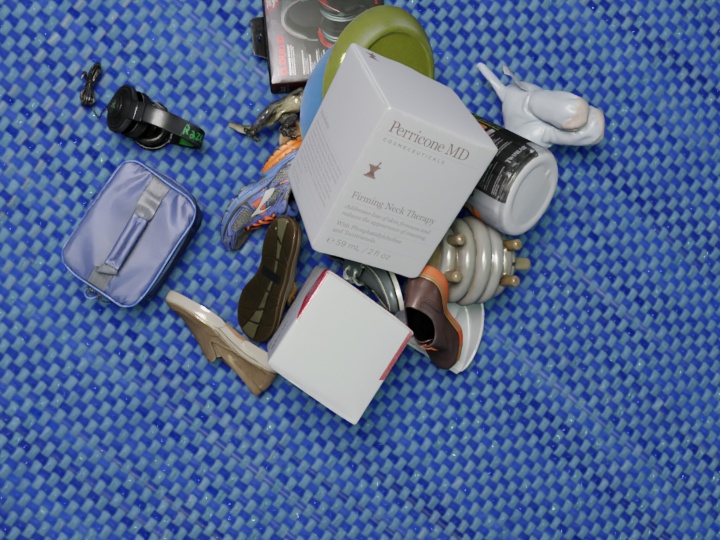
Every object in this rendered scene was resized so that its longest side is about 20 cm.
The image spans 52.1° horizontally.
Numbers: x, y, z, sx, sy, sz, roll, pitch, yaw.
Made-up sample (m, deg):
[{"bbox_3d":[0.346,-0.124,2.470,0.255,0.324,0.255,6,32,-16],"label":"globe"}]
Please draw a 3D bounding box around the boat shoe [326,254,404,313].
[{"bbox_3d":[0.000,0.000,1.045,0.061,0.201,0.074,-22,133,-13],"label":"boat shoe"}]

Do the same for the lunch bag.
[{"bbox_3d":[-0.319,-0.046,1.024,0.134,0.132,0.203,32,86,-6],"label":"lunch bag"}]

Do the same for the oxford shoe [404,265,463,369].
[{"bbox_3d":[0.093,0.084,1.018,0.070,0.202,0.073,8,51,29],"label":"oxford shoe"}]

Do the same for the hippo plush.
[{"bbox_3d":[0.252,-0.181,1.079,0.196,0.159,0.164,19,100,-27],"label":"hippo plush"}]

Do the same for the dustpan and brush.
[{"bbox_3d":[0.145,0.033,1.116,0.138,0.057,0.203,30,71,-9],"label":"dustpan and brush"}]

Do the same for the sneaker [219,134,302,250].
[{"bbox_3d":[-0.129,-0.096,1.050,0.079,0.075,0.200,46,112,4],"label":"sneaker"}]

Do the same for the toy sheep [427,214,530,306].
[{"bbox_3d":[0.156,-0.013,1.040,0.195,0.137,0.142,9,90,-19],"label":"toy sheep"}]

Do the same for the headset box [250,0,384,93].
[{"bbox_3d":[-0.062,-0.346,1.080,0.194,0.075,0.153,-5,93,-7],"label":"headset box"}]

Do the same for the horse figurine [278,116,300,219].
[{"bbox_3d":[-0.077,-0.170,1.083,0.129,0.050,0.206,1,99,21],"label":"horse figurine"}]

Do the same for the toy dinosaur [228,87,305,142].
[{"bbox_3d":[-0.117,-0.215,1.030,0.196,0.089,0.048,-20,126,28],"label":"toy dinosaur"}]

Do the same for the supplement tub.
[{"bbox_3d":[0.162,-0.144,1.017,0.199,0.122,0.123,37,86,38],"label":"supplement tub"}]

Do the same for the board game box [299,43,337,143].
[{"bbox_3d":[-0.013,-0.225,1.023,0.196,0.039,0.162,-2,113,-41],"label":"board game box"}]

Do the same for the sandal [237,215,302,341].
[{"bbox_3d":[-0.121,0.015,1.064,0.081,0.054,0.204,33,114,33],"label":"sandal"}]

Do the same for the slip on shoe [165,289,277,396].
[{"bbox_3d":[-0.207,0.105,1.072,0.198,0.076,0.061,38,80,-13],"label":"slip on shoe"}]

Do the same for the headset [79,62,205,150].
[{"bbox_3d":[-0.308,-0.228,1.035,0.195,0.123,0.096,17,88,13],"label":"headset"}]

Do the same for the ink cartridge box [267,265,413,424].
[{"bbox_3d":[-0.037,0.094,1.028,0.143,0.200,0.147,34,88,-8],"label":"ink cartridge box"}]

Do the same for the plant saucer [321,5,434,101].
[{"bbox_3d":[0.035,-0.251,1.001,0.197,0.031,0.205,-22,125,-34],"label":"plant saucer"}]

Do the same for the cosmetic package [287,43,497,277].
[{"bbox_3d":[0.030,-0.134,0.923,0.164,0.168,0.202,14,123,-29],"label":"cosmetic package"}]
